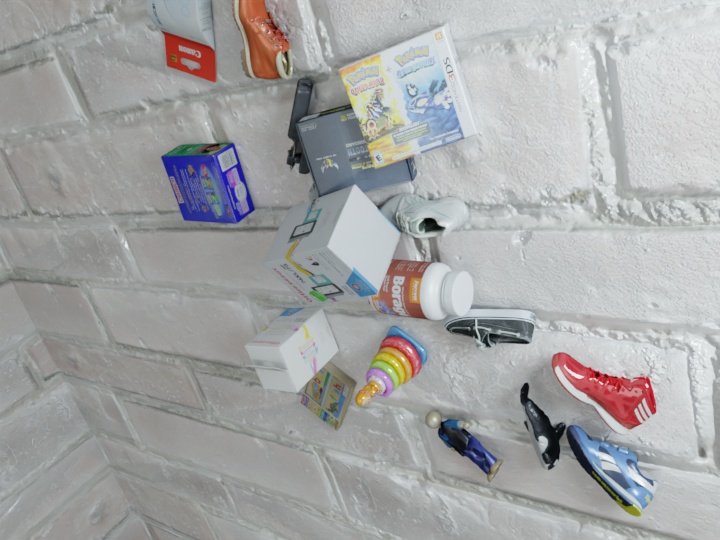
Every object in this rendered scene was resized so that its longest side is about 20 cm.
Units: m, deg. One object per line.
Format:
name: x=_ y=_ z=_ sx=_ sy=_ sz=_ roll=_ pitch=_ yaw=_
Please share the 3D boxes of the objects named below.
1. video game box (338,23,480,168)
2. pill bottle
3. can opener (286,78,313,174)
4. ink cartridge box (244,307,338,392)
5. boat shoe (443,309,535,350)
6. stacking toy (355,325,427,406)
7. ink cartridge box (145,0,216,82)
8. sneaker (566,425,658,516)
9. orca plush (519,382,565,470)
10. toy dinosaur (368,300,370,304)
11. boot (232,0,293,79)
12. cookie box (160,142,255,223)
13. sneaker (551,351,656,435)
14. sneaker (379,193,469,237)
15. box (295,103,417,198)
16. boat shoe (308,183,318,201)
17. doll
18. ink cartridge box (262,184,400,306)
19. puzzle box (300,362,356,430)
video game box: x=0.084 y=-0.291 z=1.149 sx=0.196 sy=0.047 sz=0.185 roll=-15 pitch=107 yaw=24
pill bottle: x=0.119 y=0.038 z=1.343 sx=0.197 sy=0.112 sz=0.114 roll=4 pitch=121 yaw=38
can opener: x=-0.112 y=-0.286 z=1.371 sx=0.065 sy=0.054 sz=0.202 roll=11 pitch=133 yaw=-7
ink cartridge box: x=-0.172 y=0.196 z=1.634 sx=0.127 sy=0.200 sz=0.127 roll=-3 pitch=117 yaw=41
boat shoe: x=0.245 y=0.119 z=1.312 sx=0.196 sy=0.069 sz=0.073 roll=-3 pitch=154 yaw=35
stacking toy: x=0.051 y=0.228 z=1.468 sx=0.109 sy=0.200 sz=0.117 roll=37 pitch=136 yaw=12
ink cartridge box: x=-0.382 y=-0.510 z=1.431 sx=0.158 sy=0.047 sz=0.204 roll=24 pitch=129 yaw=26
sneaker: x=0.483 y=0.372 z=1.306 sx=0.200 sy=0.082 sz=0.074 roll=48 pitch=169 yaw=28
orca plush: x=0.377 y=0.315 z=1.373 sx=0.105 sy=0.070 sz=0.203 roll=-115 pitch=2 yaw=-79
toy dinosaur: x=0.000 y=0.000 z=1.445 sx=0.101 sy=0.076 sz=0.204 roll=19 pitch=126 yaw=43
boot: x=-0.179 y=-0.459 z=1.284 sx=0.105 sy=0.075 sz=0.203 roll=19 pitch=137 yaw=25
cookie box: x=-0.363 y=-0.208 z=1.606 sx=0.197 sy=0.075 sz=0.174 roll=7 pitch=123 yaw=37
sneaker: x=0.449 y=0.197 z=1.218 sx=0.199 sy=0.079 sz=0.116 roll=39 pitch=129 yaw=-6
sneaker: x=0.104 y=-0.101 z=1.284 sx=0.197 sy=0.080 sz=0.072 roll=3 pitch=123 yaw=40
box: x=-0.007 y=-0.228 z=1.264 sx=0.196 sy=0.051 sz=0.161 roll=-8 pitch=115 yaw=21
boat shoe: x=-0.080 y=-0.149 z=1.421 sx=0.068 sy=0.072 sz=0.202 roll=33 pitch=144 yaw=17
doll: x=0.231 y=0.387 z=1.538 sx=0.199 sy=0.048 sz=0.138 roll=36 pitch=145 yaw=24
ink cartridge box: x=-0.056 y=-0.042 z=1.293 sx=0.198 sy=0.148 sz=0.146 roll=-13 pitch=135 yaw=45
puzzle box: x=-0.088 y=0.323 z=1.782 sx=0.132 sy=0.025 sz=0.202 roll=34 pitch=135 yaw=18
